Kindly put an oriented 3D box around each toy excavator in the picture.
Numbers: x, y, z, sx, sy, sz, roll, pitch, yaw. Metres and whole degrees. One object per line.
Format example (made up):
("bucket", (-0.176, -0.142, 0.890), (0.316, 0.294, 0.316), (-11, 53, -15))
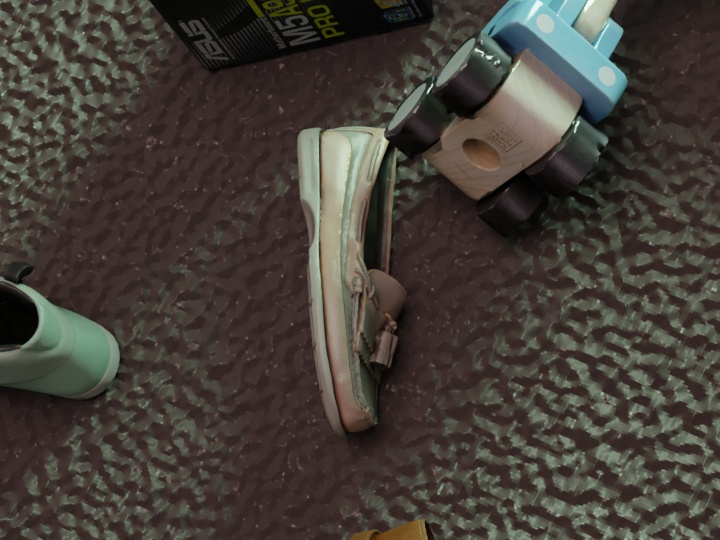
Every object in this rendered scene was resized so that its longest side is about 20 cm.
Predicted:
("toy excavator", (0.126, -0.146, 1.347), (0.100, 0.194, 0.201), (37, 58, -11))

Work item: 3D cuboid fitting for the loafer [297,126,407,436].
("loafer", (0.000, 0.000, 1.376), (0.062, 0.072, 0.202), (-9, 65, 6))

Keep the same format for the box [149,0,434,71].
("box", (-0.055, -0.197, 1.391), (0.159, 0.200, 0.045), (-12, 67, 12))

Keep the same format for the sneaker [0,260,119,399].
("sneaker", (-0.260, 0.027, 1.418), (0.199, 0.118, 0.074), (7, 74, 21))

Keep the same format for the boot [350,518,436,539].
("boot", (-0.007, 0.244, 1.284), (0.154, 0.074, 0.201), (-18, 68, 6))
